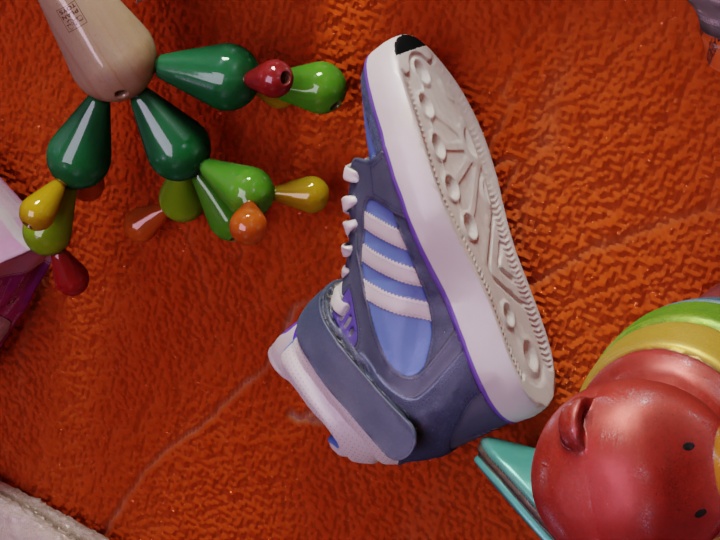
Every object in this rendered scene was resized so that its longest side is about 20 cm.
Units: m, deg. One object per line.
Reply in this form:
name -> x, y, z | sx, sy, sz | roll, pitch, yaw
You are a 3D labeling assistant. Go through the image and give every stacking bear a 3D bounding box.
stacking bear -> 0.140, 0.070, 0.796 | 0.113, 0.200, 0.122 | 0, 99, 32

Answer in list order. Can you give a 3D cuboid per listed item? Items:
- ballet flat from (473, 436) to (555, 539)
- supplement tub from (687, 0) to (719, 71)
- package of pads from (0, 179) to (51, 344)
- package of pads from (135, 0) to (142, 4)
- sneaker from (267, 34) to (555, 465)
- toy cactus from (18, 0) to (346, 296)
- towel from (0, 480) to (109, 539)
ballet flat -> 0.140, 0.141, 0.899 | 0.070, 0.067, 0.200 | -41, 75, 5
supplement tub -> 0.175, -0.187, 0.763 | 0.122, 0.122, 0.201 | 1, 112, 32
package of pads -> -0.275, -0.036, 1.101 | 0.200, 0.076, 0.121 | 47, 120, 17
package of pads -> -0.101, -0.246, 0.964 | 0.120, 0.076, 0.201 | -11, 93, 32
sneaker -> 0.000, 0.000, 0.941 | 0.146, 0.081, 0.201 | -19, 94, 29
toy cactus -> -0.112, -0.074, 0.971 | 0.199, 0.102, 0.165 | -22, 114, 28
towel -> -0.203, 0.199, 1.134 | 0.199, 0.034, 0.133 | 24, 109, 27
